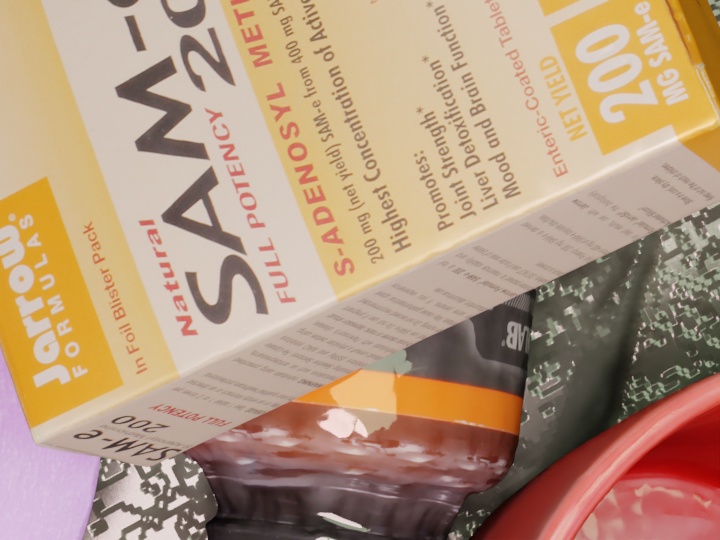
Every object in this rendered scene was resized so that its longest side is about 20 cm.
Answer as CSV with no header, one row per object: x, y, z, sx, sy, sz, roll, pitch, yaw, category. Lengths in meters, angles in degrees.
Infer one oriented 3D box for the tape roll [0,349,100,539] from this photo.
-0.177,0.044,0.825,0.200,0.066,0.200,1,87,-14,tape roll

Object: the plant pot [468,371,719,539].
0.109,0.123,0.831,0.200,0.177,0.201,1,85,-14,plant pot

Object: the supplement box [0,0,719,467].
-0.008,-0.045,0.763,0.200,0.074,0.126,-26,74,15,supplement box

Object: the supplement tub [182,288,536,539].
0.000,0.000,0.850,0.107,0.107,0.200,8,85,-13,supplement tub
